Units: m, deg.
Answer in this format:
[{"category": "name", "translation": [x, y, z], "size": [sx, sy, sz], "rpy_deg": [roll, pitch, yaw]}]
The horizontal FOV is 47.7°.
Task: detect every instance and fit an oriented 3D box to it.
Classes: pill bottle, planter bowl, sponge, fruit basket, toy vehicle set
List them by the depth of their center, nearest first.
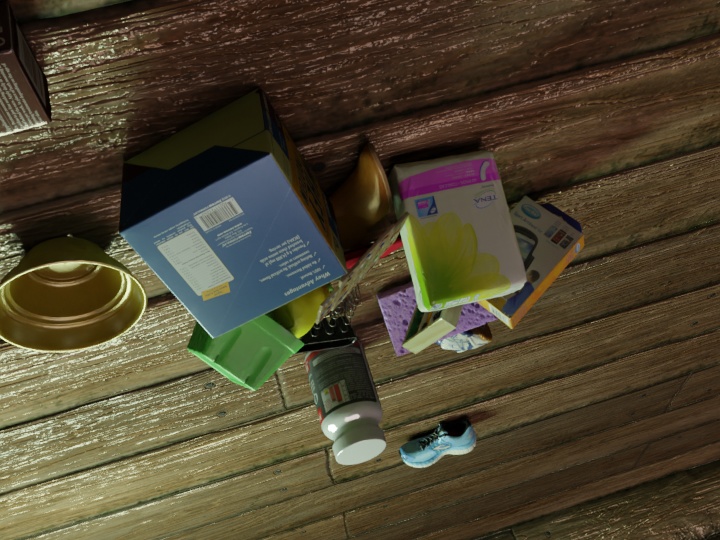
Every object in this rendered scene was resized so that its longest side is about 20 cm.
[{"category": "planter bowl", "translation": [-0.381, 0.017, 1.059], "size": [0.195, 0.085, 0.202], "rpy_deg": [-14, 148, -9]}, {"category": "fruit basket", "translation": [-0.141, 0.063, 1.174], "size": [0.154, 0.218, 0.215], "rpy_deg": [36, 125, -15]}, {"category": "toy vehicle set", "translation": [0.129, 0.017, 1.218], "size": [0.026, 0.203, 0.124], "rpy_deg": [30, 147, -11]}, {"category": "sponge", "translation": [0.135, 0.060, 1.391], "size": [0.196, 0.030, 0.114], "rpy_deg": [-21, 107, 1]}, {"category": "pill bottle", "translation": [-0.025, 0.230, 1.451], "size": [0.113, 0.203, 0.117], "rpy_deg": [-13, 147, -9]}]

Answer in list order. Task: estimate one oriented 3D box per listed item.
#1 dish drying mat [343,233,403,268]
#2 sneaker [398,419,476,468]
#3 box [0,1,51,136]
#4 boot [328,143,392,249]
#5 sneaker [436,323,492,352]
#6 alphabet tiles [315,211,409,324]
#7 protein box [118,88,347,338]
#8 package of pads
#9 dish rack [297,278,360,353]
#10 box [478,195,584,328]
[{"category": "dish drying mat", "translation": [-0.002, -0.021, 1.194], "size": [0.076, 0.019, 0.198], "rpy_deg": [-32, 172, 41]}, {"category": "sneaker", "translation": [0.182, 0.402, 1.958], "size": [0.195, 0.079, 0.092], "rpy_deg": [-17, 129, -11]}, {"category": "box", "translation": [-0.410, -0.173, 0.779], "size": [0.195, 0.076, 0.101], "rpy_deg": [-17, 148, -8]}, {"category": "boot", "translation": [-0.030, -0.083, 1.114], "size": [0.141, 0.072, 0.203], "rpy_deg": [-17, 151, -5]}, {"category": "sneaker", "translation": [0.166, 0.112, 1.501], "size": [0.087, 0.077, 0.199], "rpy_deg": [-31, 144, 24]}, {"category": "alphabet tiles", "translation": [0.000, 0.000, 1.089], "size": [0.167, 0.006, 0.200], "rpy_deg": [-47, 175, -13]}, {"category": "protein box", "translation": [-0.149, -0.063, 0.978], "size": [0.195, 0.137, 0.201], "rpy_deg": [-25, 133, 9]}, {"category": "package of pads", "translation": [0.134, -0.056, 1.121], "size": [0.150, 0.205, 0.068], "rpy_deg": [-11, 169, -13]}, {"category": "dish rack", "translation": [-0.067, 0.056, 1.313], "size": [0.150, 0.055, 0.202], "rpy_deg": [-7, 145, -20]}, {"category": "box", "translation": [0.251, -0.024, 1.254], "size": [0.201, 0.118, 0.042], "rpy_deg": [-48, 150, -8]}]
